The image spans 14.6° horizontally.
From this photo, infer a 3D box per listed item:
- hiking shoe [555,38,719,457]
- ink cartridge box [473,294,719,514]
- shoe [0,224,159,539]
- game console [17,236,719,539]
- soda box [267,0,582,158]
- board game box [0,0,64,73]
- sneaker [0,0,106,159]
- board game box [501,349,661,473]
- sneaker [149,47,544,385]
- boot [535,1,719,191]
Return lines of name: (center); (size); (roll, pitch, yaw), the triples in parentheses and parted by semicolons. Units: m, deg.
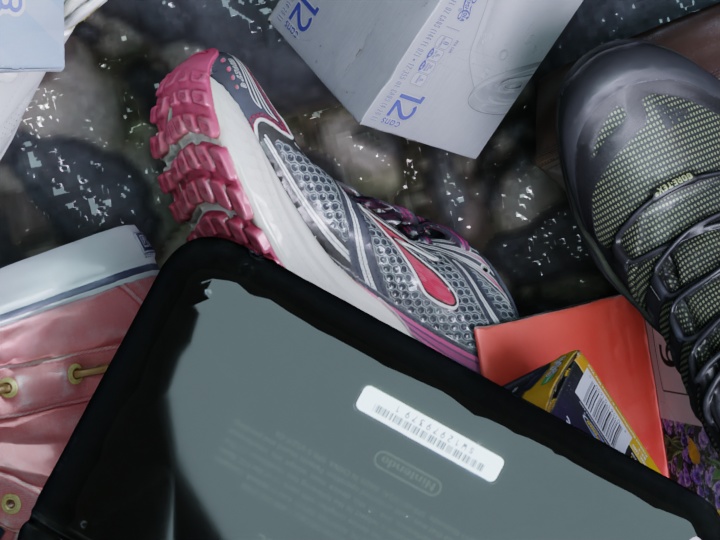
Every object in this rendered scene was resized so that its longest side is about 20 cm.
hiking shoe: (0.131, 0.014, 0.905); (0.076, 0.101, 0.200); (-31, 97, -2)
ink cartridge box: (0.146, 0.051, 0.993); (0.200, 0.050, 0.109); (-12, 97, -21)
shoe: (-0.153, 0.060, 0.988); (0.200, 0.071, 0.091); (-21, 86, -8)
game console: (-0.004, 0.108, 0.925); (0.200, 0.116, 0.176); (28, 90, 4)
soda box: (0.056, -0.140, 0.959); (0.063, 0.068, 0.200); (14, 117, -45)
board game box: (-0.176, -0.163, 0.929); (0.043, 0.199, 0.201); (-2, 93, -47)
sneaker: (-0.135, -0.083, 0.965); (0.074, 0.116, 0.200); (34, 90, -6)
board game box: (0.055, 0.148, 0.965); (0.165, 0.057, 0.200); (-28, 104, 27)
sneaker: (0.000, 0.000, 0.997); (0.075, 0.081, 0.200); (-44, 110, -15)
boot: (0.171, -0.040, 0.976); (0.200, 0.187, 0.064); (-24, 135, -6)
